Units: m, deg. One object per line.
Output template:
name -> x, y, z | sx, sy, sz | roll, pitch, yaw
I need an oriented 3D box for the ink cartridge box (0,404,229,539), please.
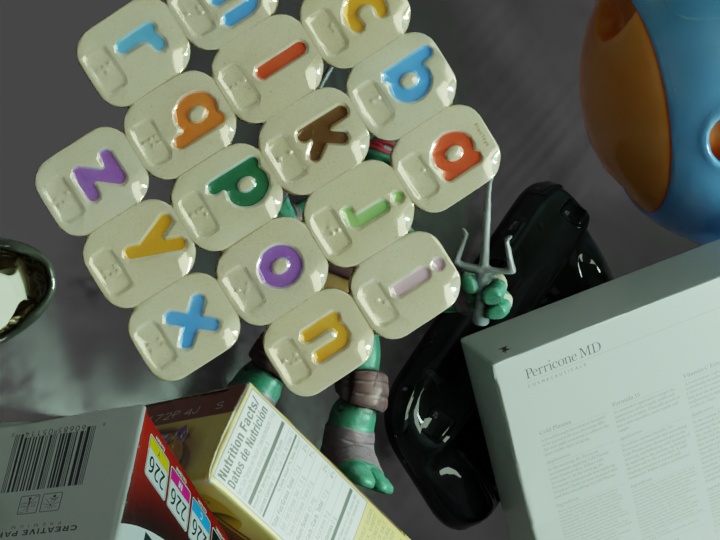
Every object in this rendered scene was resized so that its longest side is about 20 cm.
ink cartridge box -> -0.101, 0.189, 0.915 | 0.201, 0.083, 0.177 | 63, 27, -45

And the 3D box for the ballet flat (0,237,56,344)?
ballet flat -> -0.207, 0.025, 0.910 | 0.199, 0.068, 0.069 | -27, 105, -42

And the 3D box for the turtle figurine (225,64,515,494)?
turtle figurine -> 0.000, 0.000, 1.092 | 0.149, 0.101, 0.202 | 19, 84, -6

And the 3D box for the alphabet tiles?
alphabet tiles -> -0.043, -0.047, 1.033 | 0.195, 0.015, 0.201 | -33, 94, -5

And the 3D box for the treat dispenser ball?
treat dispenser ball -> 0.223, -0.111, 1.255 | 0.200, 0.200, 0.203 | 6, 82, -44

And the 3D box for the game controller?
game controller -> 0.081, 0.046, 1.220 | 0.200, 0.042, 0.105 | -54, 136, -33

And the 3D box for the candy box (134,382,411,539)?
candy box -> -0.040, 0.139, 1.028 | 0.200, 0.116, 0.057 | 47, 49, -30

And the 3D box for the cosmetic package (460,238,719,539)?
cosmetic package -> 0.165, 0.076, 1.176 | 0.199, 0.052, 0.152 | -20, 113, -14
